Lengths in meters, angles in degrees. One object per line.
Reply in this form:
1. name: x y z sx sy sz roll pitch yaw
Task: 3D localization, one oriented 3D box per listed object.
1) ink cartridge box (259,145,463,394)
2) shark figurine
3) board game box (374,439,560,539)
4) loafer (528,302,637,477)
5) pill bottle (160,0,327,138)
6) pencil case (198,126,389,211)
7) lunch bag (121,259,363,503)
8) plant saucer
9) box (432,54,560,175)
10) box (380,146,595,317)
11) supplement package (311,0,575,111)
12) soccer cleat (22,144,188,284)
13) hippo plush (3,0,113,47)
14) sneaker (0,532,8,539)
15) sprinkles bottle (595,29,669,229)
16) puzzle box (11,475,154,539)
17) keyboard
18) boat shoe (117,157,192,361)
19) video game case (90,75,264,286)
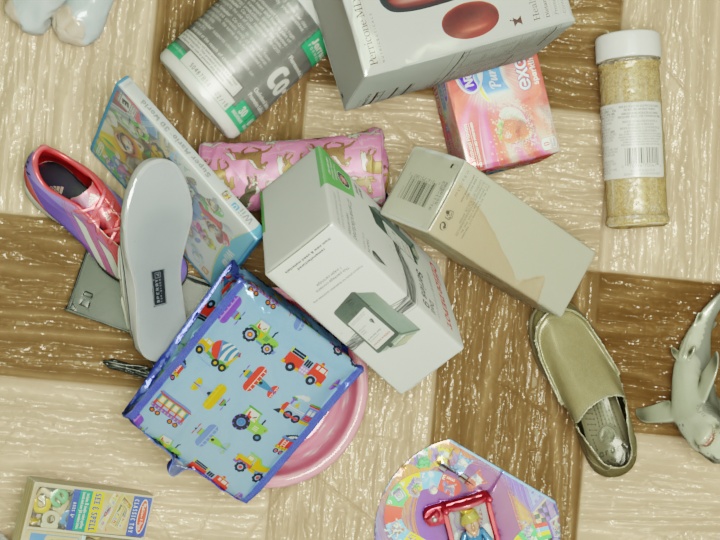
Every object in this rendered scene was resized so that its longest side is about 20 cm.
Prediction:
1. ink cartridge box: 0.000 0.000 1.159 0.084 0.147 0.200 -37 122 17
2. shark figurine: 0.372 0.106 1.270 0.089 0.128 0.216 27 69 -27
3. board game box: 0.113 0.280 1.255 0.199 0.039 0.159 30 87 -2
4. loafer: 0.239 0.121 1.252 0.076 0.067 0.201 -28 91 -3
5. pill bottle: -0.095 -0.239 1.216 0.200 0.113 0.113 -43 92 -3
6. pencil case: -0.070 -0.099 1.226 0.198 0.087 0.083 -5 56 -3
7. lunch bag: -0.120 0.120 1.158 0.150 0.094 0.201 37 92 -16
8. plant saucer: -0.092 0.117 1.228 0.198 0.051 0.203 -1 92 -14
9. box: 0.125 -0.202 1.237 0.102 0.095 0.202 -13 90 -3
10. box: 0.128 -0.037 1.193 0.199 0.095 0.078 30 87 -32
11. supplement package: 0.060 -0.276 1.107 0.198 0.147 0.193 -17 89 -9
12. soccer cleat: -0.258 -0.050 1.216 0.199 0.073 0.068 39 68 0
13. hippo plush: -0.286 -0.312 1.181 0.198 0.161 0.161 5 89 -3
14. sneaker: -0.450 0.303 1.206 0.197 0.079 0.131 22 94 -8
15. sprinkles bottle: 0.283 -0.146 1.259 0.067 0.068 0.202 -3 89 -3
16. puzzle box: -0.291 0.314 1.209 0.132 0.025 0.202 14 88 -34
17. keyboard: -0.208 0.061 1.252 0.198 0.021 0.128 19 82 -2
18. boat shoe: -0.209 -0.014 1.172 0.073 0.065 0.202 -4 109 -33
19. video game case: -0.184 -0.081 1.194 0.200 0.143 0.018 48 58 1
